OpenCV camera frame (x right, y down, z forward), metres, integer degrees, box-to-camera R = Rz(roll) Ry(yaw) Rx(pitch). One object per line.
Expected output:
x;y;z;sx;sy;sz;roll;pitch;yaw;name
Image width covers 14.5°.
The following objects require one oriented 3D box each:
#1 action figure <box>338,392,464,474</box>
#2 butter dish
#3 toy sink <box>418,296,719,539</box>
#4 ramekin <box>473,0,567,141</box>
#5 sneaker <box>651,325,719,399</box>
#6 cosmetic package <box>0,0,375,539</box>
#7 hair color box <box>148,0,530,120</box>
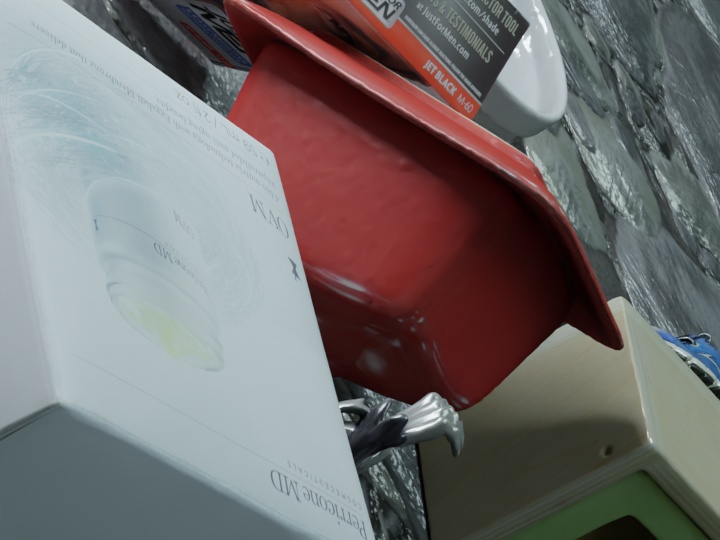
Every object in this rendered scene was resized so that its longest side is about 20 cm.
-0.012;0.090;1.182;0.201;0.102;0.119;60;-16;-11;action figure
0.000;0.000;1.297;0.199;0.148;0.200;34;-9;23;butter dish
0.138;0.134;1.461;0.200;0.130;0.113;46;25;-38;toy sink
0.020;-0.148;1.584;0.200;0.105;0.201;50;23;-30;ramekin
0.192;0.079;1.759;0.200;0.078;0.090;46;16;-55;sneaker
-0.109;0.024;1.025;0.199;0.122;0.201;34;35;-51;cosmetic package
-0.029;-0.138;1.345;0.199;0.064;0.111;15;-21;48;hair color box
